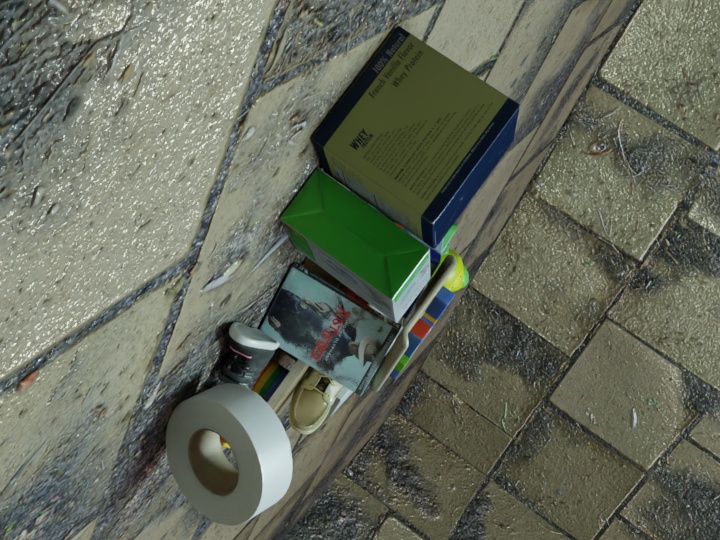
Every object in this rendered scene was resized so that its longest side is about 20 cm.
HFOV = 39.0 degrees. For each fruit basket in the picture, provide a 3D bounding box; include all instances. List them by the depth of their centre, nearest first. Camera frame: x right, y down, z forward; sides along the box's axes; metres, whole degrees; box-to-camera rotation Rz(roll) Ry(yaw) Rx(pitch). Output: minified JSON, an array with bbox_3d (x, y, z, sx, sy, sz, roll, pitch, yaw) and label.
[{"bbox_3d":[0.147,-0.013,2.124,0.216,0.215,0.156,-56,-171,7],"label":"fruit basket"}]

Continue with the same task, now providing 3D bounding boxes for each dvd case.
[{"bbox_3d":[-0.052,0.096,1.635,0.146,0.199,0.022,-60,179,27],"label":"dvd case"}]

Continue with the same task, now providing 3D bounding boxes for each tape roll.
[{"bbox_3d":[-0.198,0.275,1.519,0.071,0.202,0.203,-22,147,-51],"label":"tape roll"}]

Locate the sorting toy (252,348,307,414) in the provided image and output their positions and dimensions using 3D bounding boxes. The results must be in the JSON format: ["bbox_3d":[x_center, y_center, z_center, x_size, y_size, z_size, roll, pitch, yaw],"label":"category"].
[{"bbox_3d":[-0.122,0.159,1.812,0.200,0.069,0.199,-54,176,-4],"label":"sorting toy"}]

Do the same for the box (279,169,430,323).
[{"bbox_3d":[-0.001,-0.033,1.476,0.097,0.200,0.177,-52,169,-9],"label":"box"}]

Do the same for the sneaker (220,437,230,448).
[{"bbox_3d":[-0.205,0.241,1.649,0.073,0.077,0.200,-54,180,-21],"label":"sneaker"}]

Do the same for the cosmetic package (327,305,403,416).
[{"bbox_3d":[-0.015,0.170,1.935,0.200,0.085,0.108,-47,172,-29],"label":"cosmetic package"}]

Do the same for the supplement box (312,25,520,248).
[{"bbox_3d":[0.076,-0.177,1.376,0.200,0.199,0.134,-53,169,-8],"label":"supplement box"}]

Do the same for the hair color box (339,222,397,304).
[{"bbox_3d":[0.000,0.000,1.723,0.200,0.061,0.102,135,-30,-56],"label":"hair color box"}]

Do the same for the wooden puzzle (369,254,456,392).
[{"bbox_3d":[0.095,0.094,1.671,0.200,0.046,0.185,-56,176,-36],"label":"wooden puzzle"}]

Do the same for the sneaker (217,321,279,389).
[{"bbox_3d":[-0.178,0.138,1.555,0.099,0.071,0.200,-59,173,-4],"label":"sneaker"}]

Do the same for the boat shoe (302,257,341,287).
[{"bbox_3d":[-0.072,0.021,1.693,0.201,0.074,0.069,-58,-177,6],"label":"boat shoe"}]

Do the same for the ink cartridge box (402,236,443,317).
[{"bbox_3d":[0.083,-0.017,1.746,0.200,0.076,0.137,-78,-166,-55],"label":"ink cartridge box"}]

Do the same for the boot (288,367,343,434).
[{"bbox_3d":[-0.052,0.177,1.756,0.200,0.072,0.155,-59,-179,-31],"label":"boot"}]
